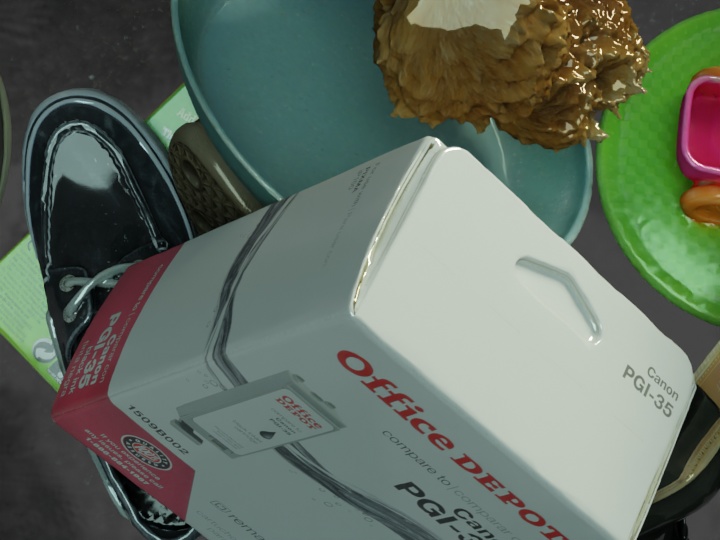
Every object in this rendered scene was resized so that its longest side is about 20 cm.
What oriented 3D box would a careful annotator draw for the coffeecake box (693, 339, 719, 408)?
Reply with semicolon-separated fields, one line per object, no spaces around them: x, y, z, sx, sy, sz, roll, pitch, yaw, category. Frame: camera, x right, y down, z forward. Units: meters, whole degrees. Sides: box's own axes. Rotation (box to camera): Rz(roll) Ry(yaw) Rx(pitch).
0.252;0.024;0.820;0.200;0.154;0.073;2;48;-30;coffeecake box

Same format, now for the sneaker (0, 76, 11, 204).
-0.202;-0.107;0.903;0.075;0.106;0.200;-10;90;2;sneaker

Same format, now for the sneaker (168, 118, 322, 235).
0.000;0.000;0.908;0.076;0.070;0.200;-46;110;-20;sneaker

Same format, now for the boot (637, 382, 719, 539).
0.127;0.122;0.859;0.138;0.200;0.077;45;68;-3;boot

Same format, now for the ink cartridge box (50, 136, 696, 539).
0.001;0.047;0.795;0.146;0.200;0.083;41;56;-22;ink cartridge box

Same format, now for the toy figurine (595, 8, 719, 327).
0.206;-0.063;0.833;0.200;0.184;0.150;8;75;-2;toy figurine

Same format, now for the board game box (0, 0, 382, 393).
-0.069;-0.024;0.938;0.200;0.030;0.096;-44;90;5;board game box

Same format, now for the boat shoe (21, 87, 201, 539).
-0.100;0.020;0.895;0.072;0.068;0.200;-12;92;2;boat shoe

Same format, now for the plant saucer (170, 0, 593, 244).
0.005;-0.070;0.880;0.200;0.200;0.036;44;133;1;plant saucer

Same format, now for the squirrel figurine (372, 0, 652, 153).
0.051;-0.147;0.856;0.141;0.187;0.200;-1;97;4;squirrel figurine
